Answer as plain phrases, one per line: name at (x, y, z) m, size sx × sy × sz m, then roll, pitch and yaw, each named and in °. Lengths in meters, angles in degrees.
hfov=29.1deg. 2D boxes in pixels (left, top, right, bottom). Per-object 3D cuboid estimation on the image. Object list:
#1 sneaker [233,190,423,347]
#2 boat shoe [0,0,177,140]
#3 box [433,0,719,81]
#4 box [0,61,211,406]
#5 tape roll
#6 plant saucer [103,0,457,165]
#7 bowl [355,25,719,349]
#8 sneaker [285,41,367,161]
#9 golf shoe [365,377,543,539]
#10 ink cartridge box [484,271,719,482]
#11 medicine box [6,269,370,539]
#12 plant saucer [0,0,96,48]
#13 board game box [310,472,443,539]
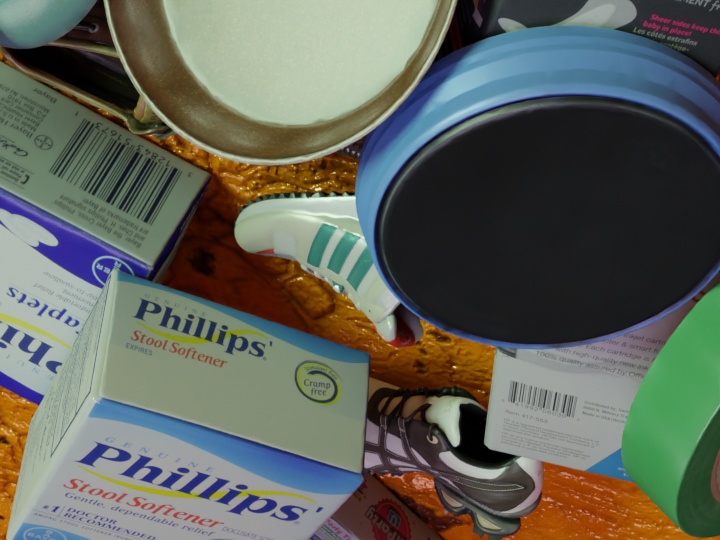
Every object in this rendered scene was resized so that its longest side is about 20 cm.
sneaker at (0.001, 0.000, 0.866) m, size 0.198 × 0.095 × 0.070 m, roll 0°, pitch 177°, yaw 31°
boat shoe at (-0.110, -0.103, 0.789) m, size 0.198 × 0.068 × 0.072 m, roll 22°, pitch 139°, yaw 0°
box at (0.114, -0.140, 0.682) m, size 0.121 × 0.107 × 0.201 m, roll 11°, pitch 138°, yaw -12°
box at (-0.228, -0.017, 0.958) m, size 0.183 × 0.105 × 0.201 m, roll 28°, pitch 137°, yaw -4°
tape roll at (0.237, 0.062, 0.787) m, size 0.048 × 0.199 × 0.202 m, roll 44°, pitch 149°, yaw 36°
plant saucer at (-0.036, -0.152, 0.670) m, size 0.198 × 0.034 × 0.203 m, roll 2°, pitch 94°, yaw 25°
bowl at (0.096, -0.031, 0.694) m, size 0.198 × 0.040 × 0.202 m, roll 0°, pitch 139°, yaw 0°
sneaker at (0.020, -0.096, 0.778) m, size 0.070 × 0.076 × 0.200 m, roll -4°, pitch 170°, yaw 22°
golf shoe at (0.042, 0.106, 0.980) m, size 0.198 × 0.078 × 0.095 m, roll 24°, pitch 137°, yaw 8°
ink cartridge box at (0.161, 0.035, 0.863) m, size 0.145 × 0.086 × 0.201 m, roll 12°, pitch 134°, yaw 11°
medicine box at (-0.116, 0.117, 0.920) m, size 0.181 × 0.104 × 0.200 m, roll 19°, pitch 138°, yaw -18°
plant saucer at (-0.190, -0.217, 0.720) m, size 0.199 × 0.027 × 0.203 m, roll 8°, pitch 102°, yaw 39°
board game box at (-0.045, 0.240, 1.161) m, size 0.199 × 0.065 × 0.148 m, roll -25°, pitch 120°, yaw 39°
